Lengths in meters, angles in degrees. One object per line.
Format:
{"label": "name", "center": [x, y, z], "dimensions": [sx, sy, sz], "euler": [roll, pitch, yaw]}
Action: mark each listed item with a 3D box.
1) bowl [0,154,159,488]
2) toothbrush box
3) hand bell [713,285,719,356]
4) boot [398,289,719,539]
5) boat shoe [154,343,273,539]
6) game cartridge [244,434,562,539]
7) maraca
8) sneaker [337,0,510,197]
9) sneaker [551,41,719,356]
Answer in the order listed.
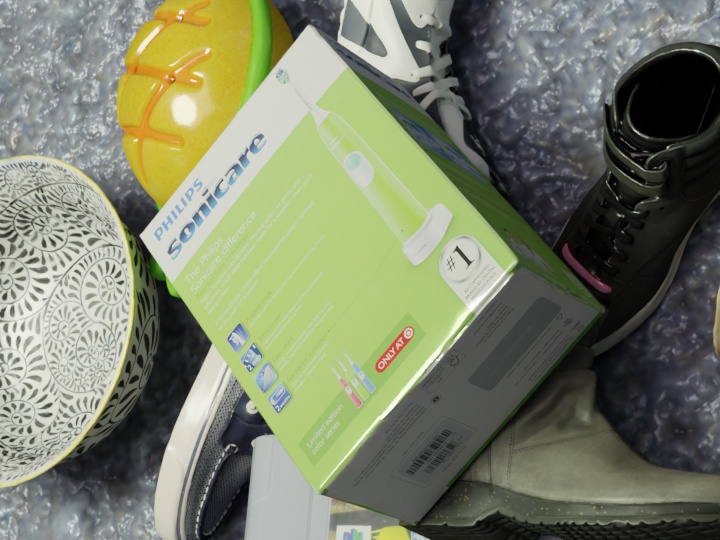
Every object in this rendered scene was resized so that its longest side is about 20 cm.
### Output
{"label": "bowl", "center": [-0.189, 0.037, 1.084], "dimensions": [0.199, 0.094, 0.203], "euler": [-7, 76, 31]}
{"label": "toothbrush box", "center": [0.000, 0.000, 0.869], "dimensions": [0.146, 0.086, 0.200], "euler": [-50, 52, 13]}
{"label": "hand bell", "center": [0.274, 0.019, 0.808], "dimensions": [0.198, 0.104, 0.105], "euler": [18, 89, 23]}
{"label": "boot", "center": [0.105, 0.067, 0.849], "dimensions": [0.198, 0.068, 0.132], "euler": [-3, 68, 36]}
{"label": "boat shoe", "center": [-0.045, 0.082, 0.998], "dimensions": [0.092, 0.075, 0.202], "euler": [25, 105, 17]}
{"label": "game cartridge", "center": [0.031, 0.152, 0.917], "dimensions": [0.198, 0.041, 0.135], "euler": [-3, 72, 18]}
{"label": "maraca", "center": [-0.090, -0.083, 1.029], "dimensions": [0.137, 0.106, 0.202], "euler": [-41, 41, 50]}
{"label": "sneaker", "center": [0.043, -0.096, 0.976], "dimensions": [0.129, 0.079, 0.201], "euler": [28, 90, 28]}
{"label": "sneaker", "center": [0.134, -0.038, 0.890], "dimensions": [0.071, 0.099, 0.201], "euler": [46, 106, 29]}
